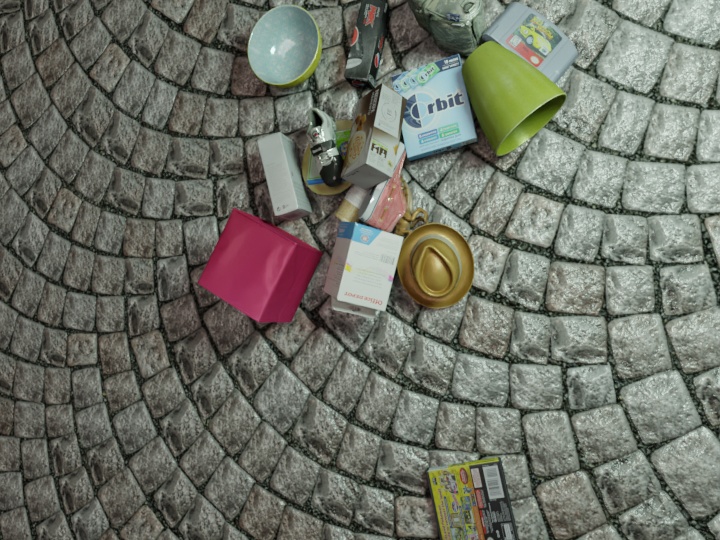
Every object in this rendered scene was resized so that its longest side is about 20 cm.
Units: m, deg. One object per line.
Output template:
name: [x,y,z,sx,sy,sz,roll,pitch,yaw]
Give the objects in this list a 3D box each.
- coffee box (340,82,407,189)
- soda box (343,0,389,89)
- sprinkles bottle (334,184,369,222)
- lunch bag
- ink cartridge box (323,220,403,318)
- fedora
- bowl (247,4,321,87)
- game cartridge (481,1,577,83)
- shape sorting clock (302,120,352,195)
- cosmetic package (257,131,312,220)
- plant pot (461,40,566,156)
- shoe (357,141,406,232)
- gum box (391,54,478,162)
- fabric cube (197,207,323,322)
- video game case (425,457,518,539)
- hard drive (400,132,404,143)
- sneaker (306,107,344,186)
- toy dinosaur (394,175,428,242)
coffee box: [0.031,-0.304,1.260,0.113,0.079,0.205,-12,62,56]
soda box: [0.018,-0.567,1.377,0.069,0.063,0.205,13,91,17]
sprinkles bottle: [0.012,-0.204,1.357,0.068,0.068,0.202,34,97,15]
lunch bag: [0.212,-0.590,1.248,0.140,0.199,0.168,-47,75,11]
ink cartridge box: [0.000,0.000,1.296,0.126,0.125,0.205,15,92,-21]
fedora: [0.172,-0.005,1.270,0.195,0.082,0.206,2,101,9]
bowl: [-0.179,-0.558,1.413,0.195,0.107,0.206,-1,87,16]
game cartridge: [0.389,-0.514,1.247,0.199,0.041,0.133,41,73,6]
shape sorting clock: [-0.064,-0.283,1.382,0.196,0.039,0.205,-8,74,29]
cosmetic package: [-0.193,-0.238,1.406,0.072,0.101,0.205,-15,84,15]
plant pot: [0.316,-0.394,1.212,0.186,0.187,0.202,-37,78,12]
shoe: [0.075,-0.193,1.296,0.090,0.071,0.203,26,92,-20]
gum box: [0.173,-0.379,1.291,0.166,0.044,0.205,-12,83,16]
fabric cube: [-0.240,-0.007,1.358,0.193,0.200,0.203,27,93,17]
video game case: [0.258,0.547,1.266,0.177,0.025,0.205,-14,84,16]
hard drive: [0.152,-0.403,1.341,0.196,0.038,0.143,-22,81,14]
sneaker: [-0.095,-0.300,1.331,0.073,0.088,0.204,-22,69,22]
toy dinosaur: [0.115,-0.136,1.327,0.104,0.060,0.205,12,90,19]
